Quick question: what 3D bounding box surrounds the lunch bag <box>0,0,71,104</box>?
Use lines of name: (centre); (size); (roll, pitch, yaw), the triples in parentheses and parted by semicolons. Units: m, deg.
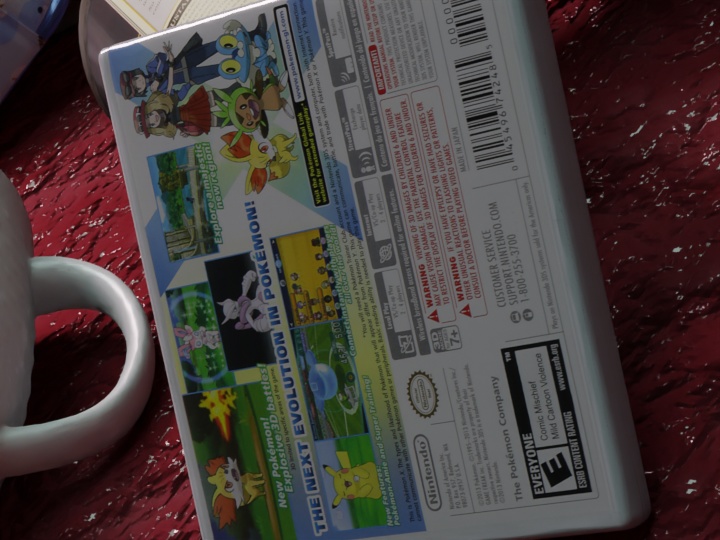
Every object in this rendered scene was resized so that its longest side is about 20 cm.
lunch bag: (-0.254, -0.133, 1.252); (0.200, 0.076, 0.160); (-51, 38, 4)

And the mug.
mug: (-0.188, 0.042, 0.945); (0.199, 0.148, 0.176); (-4, 41, -5)

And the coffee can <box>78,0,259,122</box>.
coffee can: (-0.023, -0.080, 0.922); (0.146, 0.147, 0.200); (-38, 30, -4)

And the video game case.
video game case: (0.000, 0.000, 0.766); (0.182, 0.201, 0.022); (-11, 2, 35)

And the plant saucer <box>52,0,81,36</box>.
plant saucer: (-0.178, -0.199, 1.351); (0.200, 0.037, 0.201); (-25, 32, 17)
